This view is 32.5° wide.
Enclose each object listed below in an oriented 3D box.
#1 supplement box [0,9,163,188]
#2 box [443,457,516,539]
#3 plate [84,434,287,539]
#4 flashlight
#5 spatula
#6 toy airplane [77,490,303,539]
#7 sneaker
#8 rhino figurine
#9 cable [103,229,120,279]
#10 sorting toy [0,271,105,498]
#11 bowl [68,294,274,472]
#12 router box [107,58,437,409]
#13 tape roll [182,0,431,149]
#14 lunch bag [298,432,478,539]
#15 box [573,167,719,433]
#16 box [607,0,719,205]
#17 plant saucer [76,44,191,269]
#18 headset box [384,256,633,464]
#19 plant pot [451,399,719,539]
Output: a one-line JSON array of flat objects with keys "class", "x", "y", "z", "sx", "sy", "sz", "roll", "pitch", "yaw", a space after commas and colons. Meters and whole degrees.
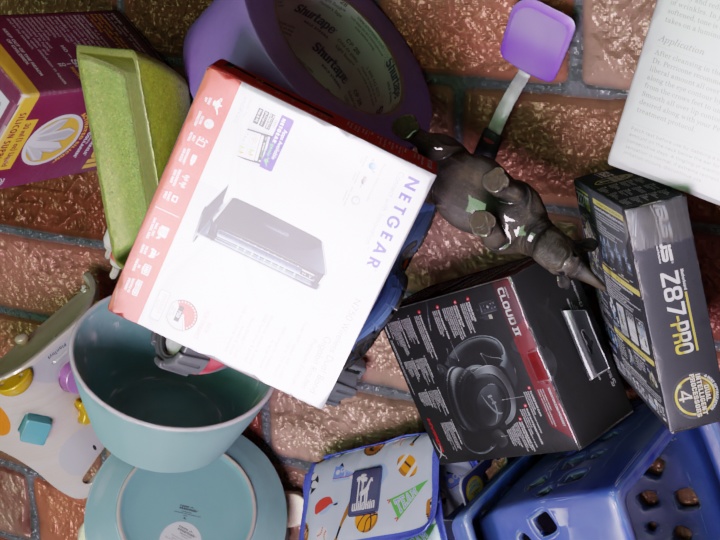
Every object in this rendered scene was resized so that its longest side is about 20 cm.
[{"class": "supplement box", "x": -0.296, "y": -0.162, "z": 1.160, "sx": 0.103, "sy": 0.200, "sz": 0.131, "roll": 49, "pitch": 123, "yaw": 14}, {"class": "box", "x": 0.132, "y": 0.254, "z": 1.089, "sx": 0.032, "sy": 0.121, "sz": 0.201, "roll": -9, "pitch": 100, "yaw": 37}, {"class": "plate", "x": -0.169, "y": 0.237, "z": 1.205, "sx": 0.200, "sy": 0.200, "sz": 0.026, "roll": 41, "pitch": 154, "yaw": 13}, {"class": "flashlight", "x": -0.093, "y": 0.081, "z": 1.128, "sx": 0.068, "sy": 0.199, "sz": 0.068, "roll": 26, "pitch": 93, "yaw": 50}, {"class": "spatula", "x": 0.119, "y": -0.131, "z": 1.032, "sx": 0.056, "sy": 0.021, "sz": 0.201, "roll": 32, "pitch": 120, "yaw": 17}, {"class": "toy airplane", "x": -0.173, "y": 0.267, "z": 1.284, "sx": 0.200, "sy": 0.141, "sz": 0.199, "roll": 36, "pitch": 83, "yaw": 26}, {"class": "sneaker", "x": 0.000, "y": 0.000, "z": 1.042, "sx": 0.078, "sy": 0.201, "sz": 0.075, "roll": 26, "pitch": 140, "yaw": -3}, {"class": "rhino figurine", "x": 0.107, "y": -0.044, "z": 0.936, "sx": 0.200, "sy": 0.087, "sz": 0.060, "roll": 37, "pitch": 96, "yaw": 24}, {"class": "cable", "x": -0.217, "y": -0.077, "z": 1.209, "sx": 0.050, "sy": 0.097, "sz": 0.201, "roll": 8, "pitch": 127, "yaw": -14}, {"class": "sorting toy", "x": -0.290, "y": 0.136, "z": 1.274, "sx": 0.107, "sy": 0.200, "sz": 0.181, "roll": 10, "pitch": 136, "yaw": 49}, {"class": "bowl", "x": -0.185, "y": 0.118, "z": 1.199, "sx": 0.200, "sy": 0.201, "sz": 0.105, "roll": 30, "pitch": 129, "yaw": 19}, {"class": "router box", "x": -0.065, "y": -0.026, "z": 0.907, "sx": 0.179, "sy": 0.049, "sz": 0.201, "roll": 25, "pitch": 106, "yaw": -2}, {"class": "tape roll", "x": -0.041, "y": -0.158, "z": 1.012, "sx": 0.085, "sy": 0.200, "sz": 0.200, "roll": -39, "pitch": 84, "yaw": 35}, {"class": "lunch bag", "x": 0.040, "y": 0.258, "z": 1.150, "sx": 0.169, "sy": 0.124, "sz": 0.201, "roll": -19, "pitch": 82, "yaw": 34}, {"class": "box", "x": 0.211, "y": 0.014, "z": 0.922, "sx": 0.049, "sy": 0.200, "sz": 0.162, "roll": -15, "pitch": 99, "yaw": 2}, {"class": "box", "x": 0.268, "y": -0.163, "z": 0.853, "sx": 0.106, "sy": 0.152, "sz": 0.201, "roll": 24, "pitch": 116, "yaw": 23}, {"class": "plant saucer", "x": -0.176, "y": -0.089, "z": 1.027, "sx": 0.200, "sy": 0.048, "sz": 0.201, "roll": 23, "pitch": 123, "yaw": 62}, {"class": "headset box", "x": 0.123, "y": 0.074, "z": 1.029, "sx": 0.200, "sy": 0.077, "sz": 0.150, "roll": -20, "pitch": 95, "yaw": 52}, {"class": "plant pot", "x": 0.199, "y": 0.230, "z": 1.002, "sx": 0.179, "sy": 0.200, "sz": 0.201, "roll": -16, "pitch": 99, "yaw": 40}]
